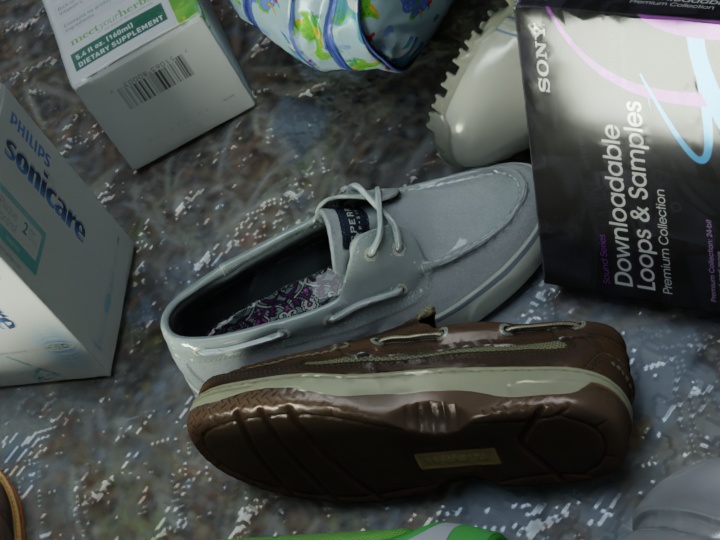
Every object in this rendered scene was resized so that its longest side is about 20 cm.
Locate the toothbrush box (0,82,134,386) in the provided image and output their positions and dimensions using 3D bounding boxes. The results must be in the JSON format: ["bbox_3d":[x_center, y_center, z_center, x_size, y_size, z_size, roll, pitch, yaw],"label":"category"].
[{"bbox_3d":[-0.235,-0.007,0.944,0.199,0.147,0.086,-7,56,19],"label":"toothbrush box"}]

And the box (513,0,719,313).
[{"bbox_3d":[0.164,-0.046,0.791,0.199,0.144,0.036,10,36,31],"label":"box"}]

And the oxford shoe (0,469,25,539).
[{"bbox_3d":[-0.198,0.125,0.883,0.071,0.073,0.200,-37,50,-2],"label":"oxford shoe"}]

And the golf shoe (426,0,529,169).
[{"bbox_3d":[0.127,-0.101,0.888,0.200,0.078,0.097,-36,54,0],"label":"golf shoe"}]

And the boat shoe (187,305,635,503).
[{"bbox_3d":[0.024,0.055,0.839,0.201,0.075,0.075,0,44,17],"label":"boat shoe"}]

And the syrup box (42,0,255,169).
[{"bbox_3d":[-0.133,-0.161,1.042,0.078,0.082,0.201,-28,52,4],"label":"syrup box"}]

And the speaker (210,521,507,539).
[{"bbox_3d":[-0.034,0.151,0.782,0.199,0.089,0.089,-6,56,21],"label":"speaker"}]

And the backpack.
[{"bbox_3d":[0.009,-0.200,0.958,0.200,0.163,0.154,-41,75,4],"label":"backpack"}]

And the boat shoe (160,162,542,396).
[{"bbox_3d":[-0.001,0.000,0.878,0.200,0.072,0.070,-28,51,5],"label":"boat shoe"}]

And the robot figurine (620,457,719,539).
[{"bbox_3d":[0.131,0.152,0.688,0.169,0.113,0.201,17,67,37],"label":"robot figurine"}]
